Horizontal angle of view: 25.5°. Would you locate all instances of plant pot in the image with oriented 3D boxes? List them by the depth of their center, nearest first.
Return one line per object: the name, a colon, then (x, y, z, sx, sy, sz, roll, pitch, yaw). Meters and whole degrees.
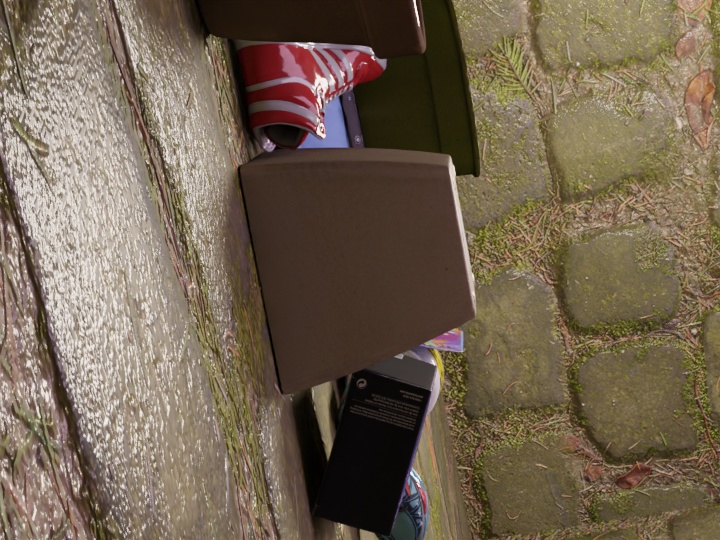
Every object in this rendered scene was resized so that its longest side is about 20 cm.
plant pot: (-0.047, -0.258, 1.283, 0.200, 0.174, 0.201, -10, 90, -86)
plant pot: (0.008, -0.018, 1.430, 0.200, 0.177, 0.200, -71, 151, -81)
plant pot: (0.014, -0.181, 1.677, 0.200, 0.193, 0.201, -10, 90, -89)

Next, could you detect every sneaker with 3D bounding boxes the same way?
sneaker: (-0.041, -0.163, 1.479, 0.200, 0.071, 0.113, 0, 81, -52)
sneaker: (0.014, 0.220, 1.717, 0.096, 0.079, 0.200, -39, 112, -73)

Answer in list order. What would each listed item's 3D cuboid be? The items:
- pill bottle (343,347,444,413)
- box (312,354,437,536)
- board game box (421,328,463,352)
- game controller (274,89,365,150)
pill bottle: (0.040, 0.129, 1.873, 0.200, 0.114, 0.114, -11, 91, -85)
box: (0.018, 0.156, 1.498, 0.200, 0.079, 0.141, -37, 145, -84)
board game box: (0.049, 0.047, 1.863, 0.200, 0.158, 0.039, -62, 167, -82)
game controller: (-0.040, -0.119, 1.572, 0.042, 0.104, 0.200, 17, -58, 59)
